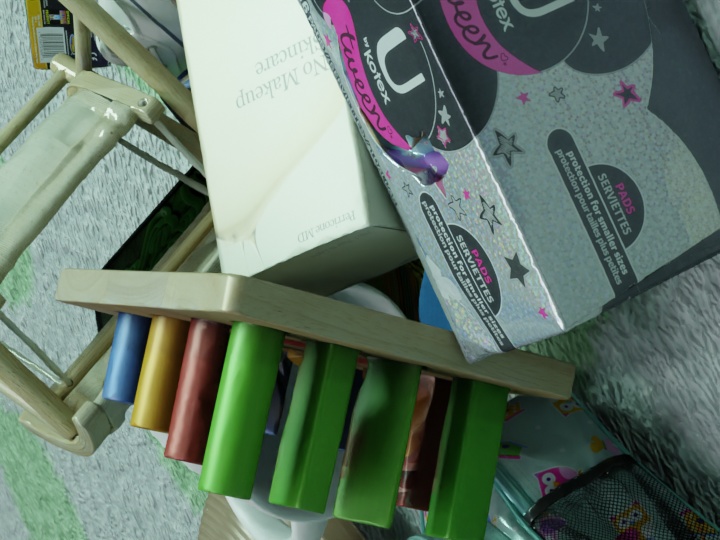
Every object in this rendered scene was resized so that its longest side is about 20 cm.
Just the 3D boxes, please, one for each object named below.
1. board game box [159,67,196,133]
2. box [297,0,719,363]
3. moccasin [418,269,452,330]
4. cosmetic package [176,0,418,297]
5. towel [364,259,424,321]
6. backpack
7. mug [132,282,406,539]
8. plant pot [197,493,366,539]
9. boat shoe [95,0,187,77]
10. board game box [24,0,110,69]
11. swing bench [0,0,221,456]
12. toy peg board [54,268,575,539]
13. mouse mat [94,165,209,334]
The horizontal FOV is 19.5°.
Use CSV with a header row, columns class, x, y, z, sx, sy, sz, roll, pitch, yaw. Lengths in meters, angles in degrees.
class,x,y,z,sx,sy,sz,roll,pitch,yaw
board game box,-0.029,-0.071,1.218,0.136,0.035,0.200,52,158,-15
box,0.077,-0.078,0.953,0.201,0.132,0.115,65,157,1
moccasin,0.075,-0.014,1.107,0.200,0.068,0.081,107,148,-64
cosmetic package,-0.027,-0.096,1.050,0.103,0.073,0.202,-24,69,36
towel,0.000,0.000,1.333,0.200,0.018,0.087,40,145,46
backpack,0.103,0.168,1.119,0.200,0.152,0.177,55,161,39
mug,-0.066,0.083,1.304,0.175,0.147,0.201,21,126,52
plant pot,-0.054,0.216,1.502,0.201,0.093,0.201,48,166,16
boat shoe,-0.133,-0.151,1.272,0.074,0.065,0.200,59,-175,21
board game box,-0.192,-0.259,1.356,0.201,0.056,0.166,92,176,-47
swing bench,-0.162,-0.024,1.207,0.200,0.199,0.130,38,161,7
toy peg board,-0.034,0.069,1.052,0.199,0.199,0.099,1,77,58
mouse mat,-0.120,-0.010,1.378,0.008,0.161,0.200,35,159,12
